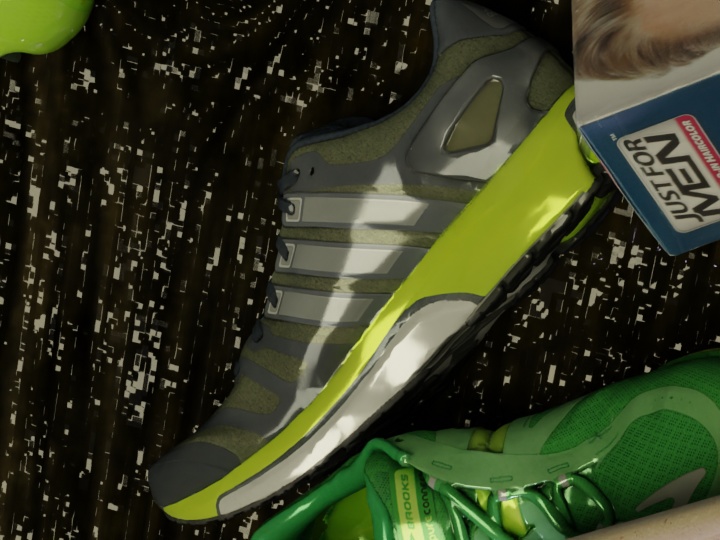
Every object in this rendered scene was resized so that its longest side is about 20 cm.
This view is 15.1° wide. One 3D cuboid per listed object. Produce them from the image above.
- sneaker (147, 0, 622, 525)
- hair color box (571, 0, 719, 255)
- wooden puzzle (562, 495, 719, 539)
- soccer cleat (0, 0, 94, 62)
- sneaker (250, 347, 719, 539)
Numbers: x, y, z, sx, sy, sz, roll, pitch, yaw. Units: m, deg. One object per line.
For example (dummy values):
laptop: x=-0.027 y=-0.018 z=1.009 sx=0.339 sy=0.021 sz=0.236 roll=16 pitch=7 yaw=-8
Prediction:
sneaker: x=0.000 y=0.000 z=0.825 sx=0.200 sy=0.074 sz=0.081 roll=-46 pitch=79 yaw=19
hair color box: x=0.155 y=-0.089 z=0.715 sx=0.199 sy=0.100 sz=0.061 roll=-22 pitch=133 yaw=23
wooden puzzle: x=0.158 y=0.123 z=0.704 sx=0.199 sy=0.046 sz=0.186 roll=-19 pitch=108 yaw=41
soccer cleat: x=-0.164 y=-0.138 z=0.838 sx=0.199 sy=0.068 sz=0.081 roll=30 pitch=107 yaw=1
sneaker: x=0.046 y=0.076 z=0.787 sx=0.199 sy=0.083 sz=0.075 roll=-23 pitch=79 yaw=42
